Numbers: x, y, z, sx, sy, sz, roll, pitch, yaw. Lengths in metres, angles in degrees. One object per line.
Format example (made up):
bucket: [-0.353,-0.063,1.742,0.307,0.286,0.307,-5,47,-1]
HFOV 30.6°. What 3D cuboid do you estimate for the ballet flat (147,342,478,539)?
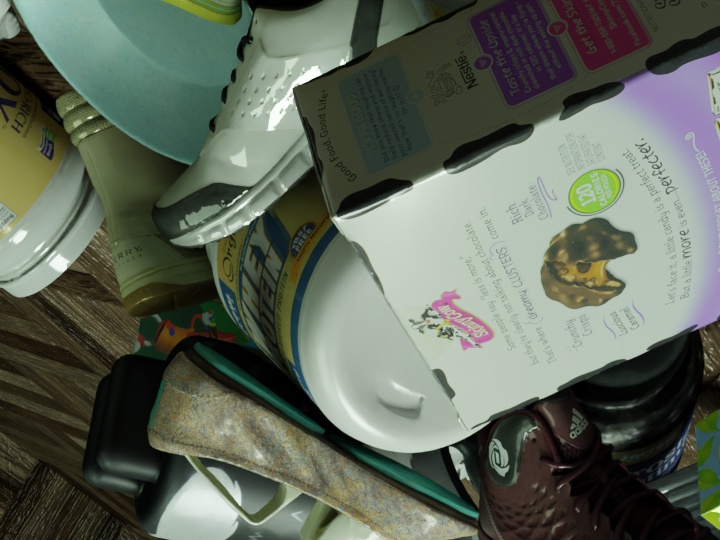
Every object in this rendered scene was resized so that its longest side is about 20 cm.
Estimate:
ballet flat: [-0.028,0.112,0.701,0.199,0.068,0.068,32,178,-18]

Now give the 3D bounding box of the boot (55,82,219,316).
boot: [-0.106,-0.061,0.889,0.072,0.199,0.157,-28,82,39]

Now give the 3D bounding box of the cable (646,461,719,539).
cable: [0.228,0.148,0.783,0.200,0.198,0.070,64,-174,-70]

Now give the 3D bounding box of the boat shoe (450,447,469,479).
boat shoe: [0.069,0.122,0.974,0.072,0.069,0.199,24,-164,36]

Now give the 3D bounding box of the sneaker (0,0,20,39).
sneaker: [-0.260,-0.164,0.795,0.075,0.082,0.200,58,172,5]

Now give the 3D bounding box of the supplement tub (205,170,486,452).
supplement tub: [0.000,0.000,0.746,0.145,0.145,0.200,43,176,-31]

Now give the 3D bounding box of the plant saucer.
plant saucer: [-0.117,-0.148,0.736,0.200,0.039,0.202,28,147,20]

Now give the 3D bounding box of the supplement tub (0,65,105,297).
supplement tub: [-0.305,-0.087,1.015,0.200,0.146,0.145,43,156,-31]

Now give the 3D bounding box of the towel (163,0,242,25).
towel: [-0.084,-0.197,0.585,0.085,0.018,0.201,23,145,5]

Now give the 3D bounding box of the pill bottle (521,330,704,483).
pill bottle: [0.149,0.069,0.802,0.111,0.112,0.200,23,159,18]

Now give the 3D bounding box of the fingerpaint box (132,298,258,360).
fingerpaint box: [-0.045,0.069,1.005,0.166,0.074,0.199,14,-178,36]

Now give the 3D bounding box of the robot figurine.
robot figurine: [-0.065,0.109,0.807,0.198,0.126,0.150,15,-166,-18]

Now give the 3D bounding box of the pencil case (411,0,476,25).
pencil case: [0.086,-0.083,0.582,0.090,0.084,0.200,0,148,26]

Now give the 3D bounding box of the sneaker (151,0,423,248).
sneaker: [-0.040,-0.090,0.660,0.080,0.200,0.074,45,-159,-14]

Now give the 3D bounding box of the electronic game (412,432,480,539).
electronic game: [0.104,0.133,0.908,0.199,0.201,0.042,36,134,-16]

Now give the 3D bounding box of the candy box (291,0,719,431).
candy box: [0.097,-0.039,0.516,0.168,0.198,0.072,57,-169,-51]

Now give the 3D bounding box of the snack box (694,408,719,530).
snack box: [0.284,0.090,0.603,0.168,0.068,0.200,36,127,-17]

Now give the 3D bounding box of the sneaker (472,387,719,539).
sneaker: [0.125,0.118,0.672,0.199,0.075,0.117,9,115,48]
